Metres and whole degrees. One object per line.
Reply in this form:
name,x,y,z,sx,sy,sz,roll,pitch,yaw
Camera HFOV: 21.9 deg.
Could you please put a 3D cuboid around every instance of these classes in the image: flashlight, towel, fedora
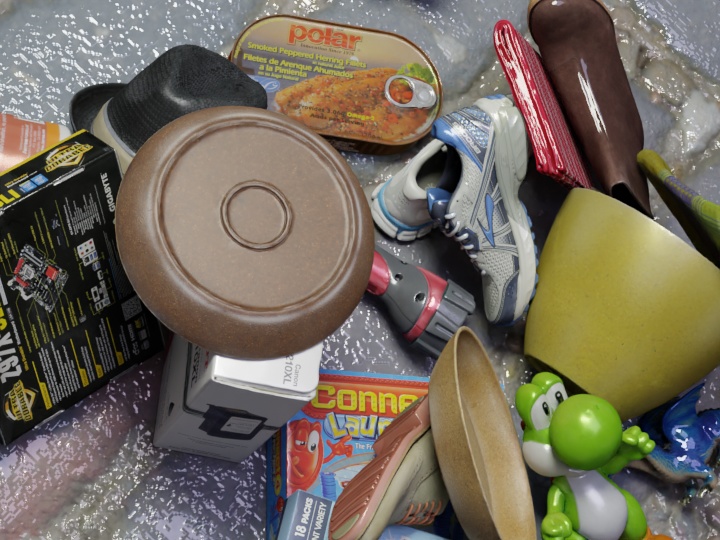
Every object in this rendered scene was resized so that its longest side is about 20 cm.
flashlight,0.000,0.000,1.590,0.199,0.068,0.068,31,74,-8
towel,0.165,-0.135,1.647,0.022,0.200,0.146,-21,77,14
fedora,-0.139,-0.125,1.516,0.200,0.092,0.201,27,25,-13
towel,0.303,-0.027,1.584,0.023,0.200,0.144,-36,110,3

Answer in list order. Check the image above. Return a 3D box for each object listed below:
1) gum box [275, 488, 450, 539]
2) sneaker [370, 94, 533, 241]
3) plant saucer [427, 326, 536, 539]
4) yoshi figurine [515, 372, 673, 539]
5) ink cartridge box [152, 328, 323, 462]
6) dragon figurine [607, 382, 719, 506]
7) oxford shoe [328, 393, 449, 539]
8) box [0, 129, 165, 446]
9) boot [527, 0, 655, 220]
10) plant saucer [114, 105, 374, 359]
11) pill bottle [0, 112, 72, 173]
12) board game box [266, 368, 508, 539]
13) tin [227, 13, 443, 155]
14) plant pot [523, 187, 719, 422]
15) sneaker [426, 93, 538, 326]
gum box,0.018,0.283,1.444,0.199,0.045,0.171,20,66,-12
sneaker,0.101,-0.102,1.653,0.200,0.087,0.075,-40,86,-29
plant saucer,0.092,0.145,1.465,0.035,0.200,0.202,-16,74,14
yoshi figurine,0.194,0.178,1.542,0.201,0.111,0.113,63,24,-17
ink cartridge box,-0.094,0.053,1.460,0.084,0.200,0.146,12,67,-16
dragon figurine,0.289,0.139,1.651,0.200,0.059,0.100,-41,89,-26
oxford shoe,0.037,0.168,1.442,0.074,0.071,0.200,48,34,-5
box,-0.243,0.014,1.433,0.159,0.201,0.049,-31,41,-26
boot,0.214,-0.145,1.651,0.072,0.200,0.167,-21,53,14
plant saucer,-0.080,-0.035,1.370,0.199,0.034,0.202,5,69,-15
pill bottle,-0.334,-0.078,1.468,0.199,0.112,0.113,10,68,-16
board game box,0.023,0.187,1.537,0.199,0.056,0.197,5,70,-18
tin,-0.024,-0.165,1.656,0.199,0.042,0.113,8,73,-18
plant pot,0.221,0.045,1.604,0.200,0.200,0.142,38,84,-4
sneaker,0.096,-0.047,1.585,0.085,0.077,0.201,-12,106,-16
